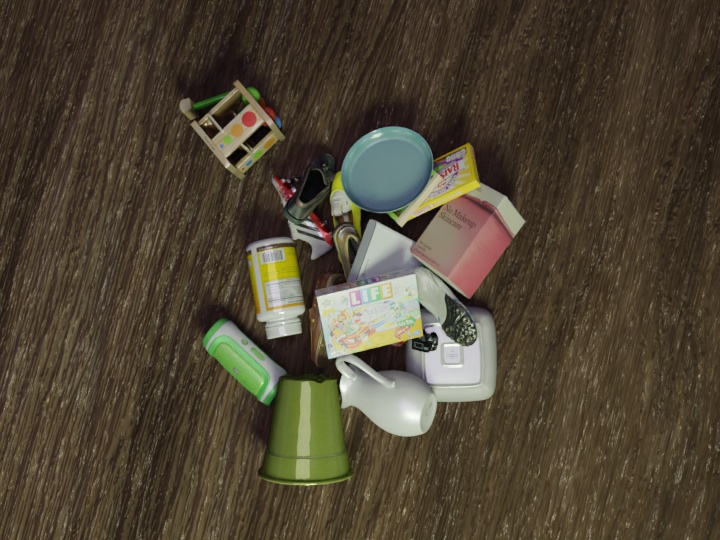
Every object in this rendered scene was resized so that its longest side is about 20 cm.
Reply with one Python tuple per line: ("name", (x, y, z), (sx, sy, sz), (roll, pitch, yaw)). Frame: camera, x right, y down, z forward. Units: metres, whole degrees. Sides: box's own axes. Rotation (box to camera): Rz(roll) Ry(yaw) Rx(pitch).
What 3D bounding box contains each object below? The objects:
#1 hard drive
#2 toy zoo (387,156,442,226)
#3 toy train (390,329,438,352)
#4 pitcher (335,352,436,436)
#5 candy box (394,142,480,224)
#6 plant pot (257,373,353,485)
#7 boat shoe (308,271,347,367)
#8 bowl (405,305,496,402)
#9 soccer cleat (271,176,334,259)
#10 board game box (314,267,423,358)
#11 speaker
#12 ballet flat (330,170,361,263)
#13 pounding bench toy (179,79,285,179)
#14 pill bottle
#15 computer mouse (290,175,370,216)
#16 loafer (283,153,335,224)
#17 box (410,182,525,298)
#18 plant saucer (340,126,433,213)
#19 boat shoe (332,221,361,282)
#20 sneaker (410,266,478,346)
("hard drive", (0.064, -0.009, 1.404), (0.026, 0.198, 0.135), (18, 87, 43))
("toy zoo", (0.066, -0.199, 1.452), (0.132, 0.020, 0.200), (-49, 54, 4))
("toy train", (0.076, 0.136, 1.424), (0.196, 0.034, 0.047), (11, 105, 36))
("pitcher", (0.045, 0.241, 1.368), (0.196, 0.174, 0.123), (14, 56, 28))
("candy box", (0.152, -0.180, 1.425), (0.197, 0.026, 0.105), (-24, 55, 27))
("plant pot", (-0.109, 0.312, 1.384), (0.194, 0.200, 0.196), (1, 88, 6))
("boat shoe", (-0.077, 0.103, 1.472), (0.066, 0.071, 0.206), (13, 96, 39))
("bowl", (0.190, 0.175, 1.431), (0.194, 0.075, 0.206), (-1, 85, 7))
("soccer cleat", (-0.136, -0.115, 1.485), (0.085, 0.069, 0.201), (-42, 90, 12))
("board game box", (0.018, 0.083, 1.332), (0.194, 0.034, 0.138), (-13, 113, -6))
("speaker", (-0.245, 0.195, 1.467), (0.199, 0.088, 0.089), (41, 91, 7))
("ballet flat", (-0.033, -0.106, 1.450), (0.065, 0.067, 0.206), (-1, 102, 30))
("pounding bench toy", (-0.280, -0.336, 1.486), (0.156, 0.124, 0.201), (-42, 83, 1))
("pill bottle", (-0.178, 0.038, 1.458), (0.106, 0.109, 0.206), (-10, 85, 5))
("computer mouse", (-0.066, -0.167, 1.499), (0.195, 0.034, 0.060), (17, 89, 7))
("loafer", (-0.094, -0.181, 1.439), (0.071, 0.063, 0.202), (33, 52, -9))
("box", (0.219, -0.070, 1.402), (0.127, 0.108, 0.202), (36, 90, 43))
("plant saucer", (0.056, -0.204, 1.410), (0.194, 0.028, 0.205), (-7, 64, 14))
("boat shoe", (0.000, 0.000, 1.415), (0.071, 0.076, 0.202), (-32, 121, -6))
("sneaker", (0.170, 0.067, 1.389), (0.201, 0.072, 0.072), (48, 114, 16))
